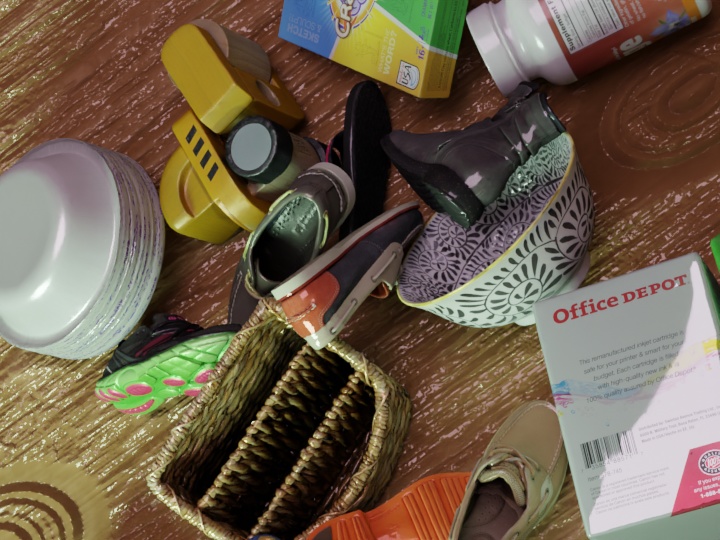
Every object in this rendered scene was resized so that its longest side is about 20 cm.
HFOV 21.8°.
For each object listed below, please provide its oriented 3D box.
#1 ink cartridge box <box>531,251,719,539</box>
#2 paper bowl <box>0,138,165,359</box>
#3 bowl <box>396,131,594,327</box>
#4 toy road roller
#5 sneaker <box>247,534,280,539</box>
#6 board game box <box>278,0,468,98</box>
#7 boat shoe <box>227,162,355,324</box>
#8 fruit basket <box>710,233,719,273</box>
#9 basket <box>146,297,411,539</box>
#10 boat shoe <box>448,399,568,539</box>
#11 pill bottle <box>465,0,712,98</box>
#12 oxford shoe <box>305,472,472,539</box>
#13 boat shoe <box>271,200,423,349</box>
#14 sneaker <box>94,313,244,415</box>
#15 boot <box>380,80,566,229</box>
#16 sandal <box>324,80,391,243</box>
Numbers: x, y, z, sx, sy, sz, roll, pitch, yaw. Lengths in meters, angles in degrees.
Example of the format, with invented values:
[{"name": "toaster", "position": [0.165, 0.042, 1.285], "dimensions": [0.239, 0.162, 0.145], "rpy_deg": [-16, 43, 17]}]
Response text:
[{"name": "ink cartridge box", "position": [0.241, 0.113, 1.502], "dimensions": [0.144, 0.145, 0.201], "rpy_deg": [-17, 68, 15]}, {"name": "paper bowl", "position": [-0.284, -0.024, 1.734], "dimensions": [0.200, 0.104, 0.202], "rpy_deg": [-13, 70, 38]}, {"name": "bowl", "position": [0.134, -0.016, 1.593], "dimensions": [0.201, 0.201, 0.094], "rpy_deg": [-45, 107, 2]}, {"name": "toy road roller", "position": [-0.129, -0.117, 1.731], "dimensions": [0.146, 0.123, 0.201], "rpy_deg": [-40, 64, 17]}, {"name": "sneaker", "position": [-0.078, 0.319, 1.571], "dimensions": [0.075, 0.088, 0.202], "rpy_deg": [4, 93, 24]}, {"name": "board game box", "position": [0.014, -0.258, 1.699], "dimensions": [0.199, 0.040, 0.154], "rpy_deg": [27, 114, 42]}, {"name": "boat shoe", "position": [-0.073, -0.007, 1.658], "dimensions": [0.072, 0.060, 0.202], "rpy_deg": [36, 122, 8]}, {"name": "fruit basket", "position": [0.365, 0.063, 1.439], "dimensions": [0.155, 0.216, 0.216], "rpy_deg": [-33, 65, 7]}, {"name": "basket", "position": [-0.060, 0.151, 1.602], "dimensions": [0.142, 0.149, 0.201], "rpy_deg": [33, 86, 26]}, {"name": "boat shoe", "position": [0.124, 0.180, 1.535], "dimensions": [0.071, 0.065, 0.201], "rpy_deg": [21, 55, 11]}, {"name": "pill bottle", "position": [0.199, -0.233, 1.647], "dimensions": [0.199, 0.112, 0.113], "rpy_deg": [-26, 66, 12]}, {"name": "oxford shoe", "position": [0.049, 0.226, 1.588], "dimensions": [0.198, 0.073, 0.072], "rpy_deg": [-14, 56, -4]}, {"name": "boat shoe", "position": [0.000, 0.000, 1.595], "dimensions": [0.071, 0.200, 0.063], "rpy_deg": [-33, 93, 40]}, {"name": "sneaker", "position": [-0.168, 0.071, 1.682], "dimensions": [0.199, 0.077, 0.084], "rpy_deg": [-16, 53, 42]}, {"name": "boot", "position": [0.102, -0.112, 1.636], "dimensions": [0.132, 0.070, 0.200], "rpy_deg": [-43, 28, -3]}, {"name": "sandal", "position": [-0.009, -0.079, 1.701], "dimensions": [0.045, 0.075, 0.202], "rpy_deg": [-4, 74, 31]}]
